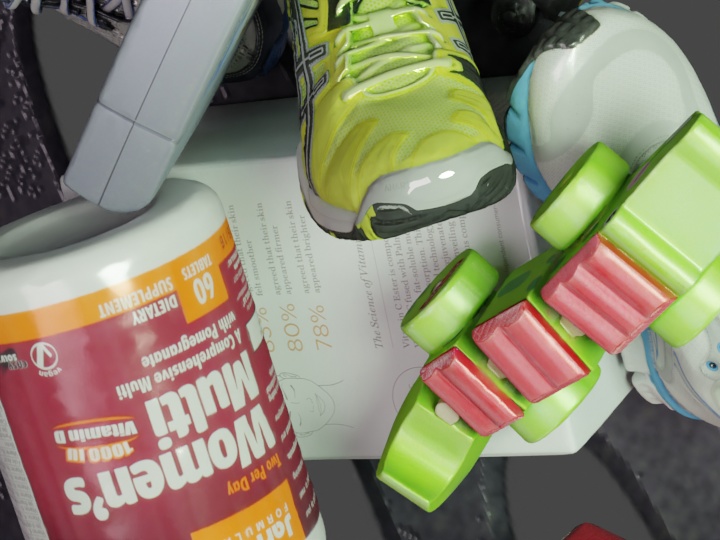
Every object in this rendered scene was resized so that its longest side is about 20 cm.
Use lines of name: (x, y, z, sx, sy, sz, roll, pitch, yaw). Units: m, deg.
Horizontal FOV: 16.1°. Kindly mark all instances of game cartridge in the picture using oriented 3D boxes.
game cartridge: (-0.044, -0.120, 0.908, 0.041, 0.133, 0.200, 25, 115, -7)

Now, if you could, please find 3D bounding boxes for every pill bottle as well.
pill bottle: (-0.076, 0.076, 0.947, 0.109, 0.110, 0.201, -9, 107, 29)

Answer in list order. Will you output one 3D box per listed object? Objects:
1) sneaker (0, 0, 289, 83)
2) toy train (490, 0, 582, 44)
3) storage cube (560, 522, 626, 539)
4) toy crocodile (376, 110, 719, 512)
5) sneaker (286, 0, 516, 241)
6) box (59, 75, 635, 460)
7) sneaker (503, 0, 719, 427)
sneaker: (-0.123, -0.127, 1.021, 0.200, 0.085, 0.077, 30, 120, 13)
toy train: (0.015, -0.171, 0.963, 0.200, 0.034, 0.046, 49, 121, 2)
storage cube: (0.106, 0.234, 0.984, 0.179, 0.200, 0.172, 26, 120, 23)
toy crocodile: (0.068, 0.015, 0.866, 0.067, 0.062, 0.200, 42, 134, -7)
sneaker: (0.003, -0.074, 0.898, 0.075, 0.200, 0.077, -17, 118, -3)
box: (0.000, 0.000, 1.001, 0.199, 0.097, 0.125, -3, 109, 27)
sneaker: (0.121, -0.011, 0.903, 0.087, 0.075, 0.200, 40, 167, 51)
